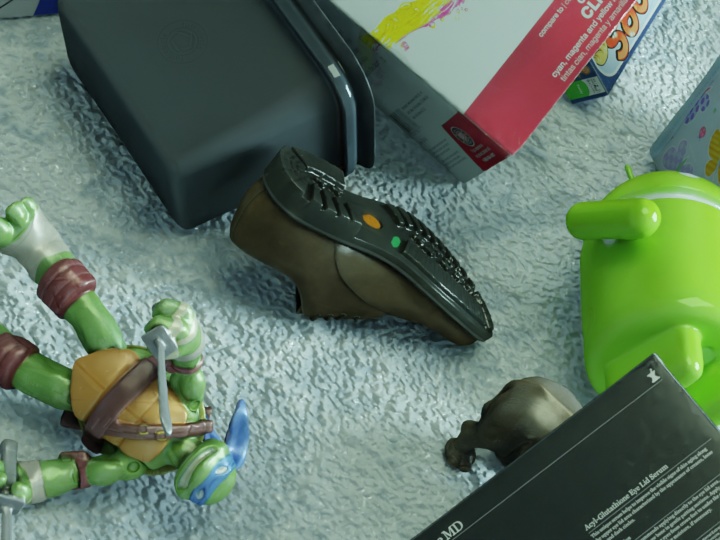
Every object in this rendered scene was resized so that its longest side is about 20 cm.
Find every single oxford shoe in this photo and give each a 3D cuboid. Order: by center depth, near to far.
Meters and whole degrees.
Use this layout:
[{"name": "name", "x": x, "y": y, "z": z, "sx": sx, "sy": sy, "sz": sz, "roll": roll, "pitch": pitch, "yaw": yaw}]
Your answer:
[{"name": "oxford shoe", "x": 0.000, "y": 0.000, "z": 1.485, "sx": 0.200, "sy": 0.084, "sz": 0.073, "roll": 32, "pitch": 24, "yaw": -27}]

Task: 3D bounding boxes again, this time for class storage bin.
[{"name": "storage bin", "x": -0.099, "y": -0.126, "z": 1.506, "sx": 0.134, "sy": 0.146, "sz": 0.200, "roll": -29, "pitch": 66, "yaw": -13}]

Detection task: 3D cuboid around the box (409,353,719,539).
[{"name": "box", "x": 0.132, "y": 0.167, "z": 1.327, "sx": 0.200, "sy": 0.079, "sz": 0.141, "roll": -36, "pitch": 74, "yaw": -10}]

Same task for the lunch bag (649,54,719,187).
[{"name": "lunch bag", "x": 0.315, "y": -0.078, "z": 1.633, "sx": 0.127, "sy": 0.200, "sz": 0.170, "roll": 3, "pitch": 49, "yaw": -27}]

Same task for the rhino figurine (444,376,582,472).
[{"name": "rhino figurine", "x": 0.147, "y": 0.144, "z": 1.418, "sx": 0.200, "sy": 0.088, "sz": 0.060, "roll": 43, "pitch": 45, "yaw": 12}]

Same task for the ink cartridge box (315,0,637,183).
[{"name": "ink cartridge box", "x": 0.052, "y": -0.183, "z": 1.562, "sx": 0.200, "sy": 0.145, "sz": 0.145, "roll": 40, "pitch": 81, "yaw": -5}]

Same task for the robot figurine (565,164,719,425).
[{"name": "robot figurine", "x": 0.203, "y": 0.018, "z": 1.543, "sx": 0.175, "sy": 0.115, "sz": 0.201, "roll": 37, "pitch": 36, "yaw": -28}]

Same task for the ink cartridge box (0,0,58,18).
[{"name": "ink cartridge box", "x": -0.218, "y": -0.213, "z": 1.531, "sx": 0.199, "sy": 0.094, "sz": 0.044, "roll": -11, "pitch": 57, "yaw": -36}]

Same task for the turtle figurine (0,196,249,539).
[{"name": "turtle figurine", "x": -0.160, "y": 0.059, "z": 1.283, "sx": 0.194, "sy": 0.144, "sz": 0.200, "roll": 42, "pitch": 40, "yaw": 17}]

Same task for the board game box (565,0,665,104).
[{"name": "board game box", "x": 0.178, "y": -0.238, "z": 1.759, "sx": 0.136, "sy": 0.034, "sz": 0.200, "roll": 57, "pitch": 43, "yaw": -24}]
